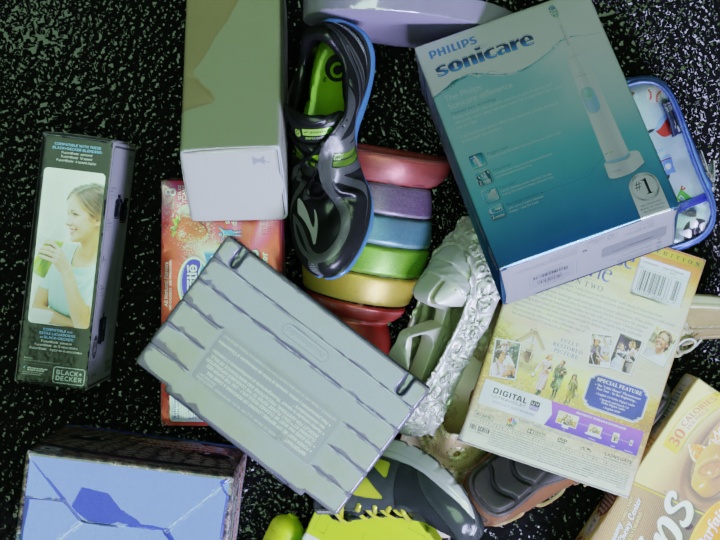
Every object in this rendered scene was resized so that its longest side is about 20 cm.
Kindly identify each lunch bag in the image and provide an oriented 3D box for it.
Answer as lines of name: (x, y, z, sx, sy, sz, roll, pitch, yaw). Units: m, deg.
lunch bag: (0.193, -0.065, 1.514, 0.199, 0.076, 0.161, -20, 94, 1)

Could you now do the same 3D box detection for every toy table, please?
toy table: (0.041, -0.247, 1.465, 0.183, 0.200, 0.118, -1, 86, 38)

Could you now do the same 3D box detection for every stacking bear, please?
stacking bear: (0.000, 0.000, 1.499, 0.121, 0.114, 0.201, 9, 97, -3)

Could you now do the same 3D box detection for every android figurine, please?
android figurine: (-0.003, 0.266, 1.529, 0.181, 0.041, 0.201, 24, 97, 3)

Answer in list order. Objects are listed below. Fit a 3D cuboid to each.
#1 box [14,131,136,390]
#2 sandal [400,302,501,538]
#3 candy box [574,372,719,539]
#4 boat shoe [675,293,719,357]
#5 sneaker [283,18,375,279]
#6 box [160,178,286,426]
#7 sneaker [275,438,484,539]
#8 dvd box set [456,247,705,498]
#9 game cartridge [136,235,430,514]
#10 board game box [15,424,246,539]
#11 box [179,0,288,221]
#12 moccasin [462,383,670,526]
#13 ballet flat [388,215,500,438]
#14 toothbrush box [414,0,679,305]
box: (-0.230, -0.010, 1.490, 0.060, 0.117, 0.201, 7, 93, 2)
sandal: (0.078, 0.121, 1.518, 0.077, 0.070, 0.213, 12, 92, -1)
candy box: (0.268, 0.200, 1.530, 0.115, 0.055, 0.200, 33, 92, -2)
boat shoe: (0.220, 0.056, 1.509, 0.199, 0.073, 0.063, -3, 78, -4)
sneaker: (-0.032, -0.094, 1.404, 0.070, 0.083, 0.201, 2, 90, 26)
box: (-0.111, 0.025, 1.500, 0.099, 0.095, 0.201, 0, 91, 0)
sneaker: (0.010, 0.176, 1.474, 0.200, 0.075, 0.085, 29, 73, 30)
dvd box set: (0.175, 0.063, 1.460, 0.146, 0.029, 0.201, 17, 89, 1)
game cartridge: (-0.062, 0.083, 1.434, 0.200, 0.038, 0.130, 37, 95, 3)
board game box: (-0.177, 0.188, 1.453, 0.159, 0.200, 0.097, 7, 91, -1)
box: (-0.097, -0.145, 1.448, 0.077, 0.095, 0.201, -2, 54, 1)
moccasin: (0.172, 0.147, 1.520, 0.201, 0.078, 0.074, -39, 76, -15)
ballet flat: (0.063, 0.043, 1.465, 0.071, 0.072, 0.201, 19, 101, -1)
toothbrush box: (0.142, -0.097, 1.420, 0.146, 0.085, 0.201, -20, 70, -1)
